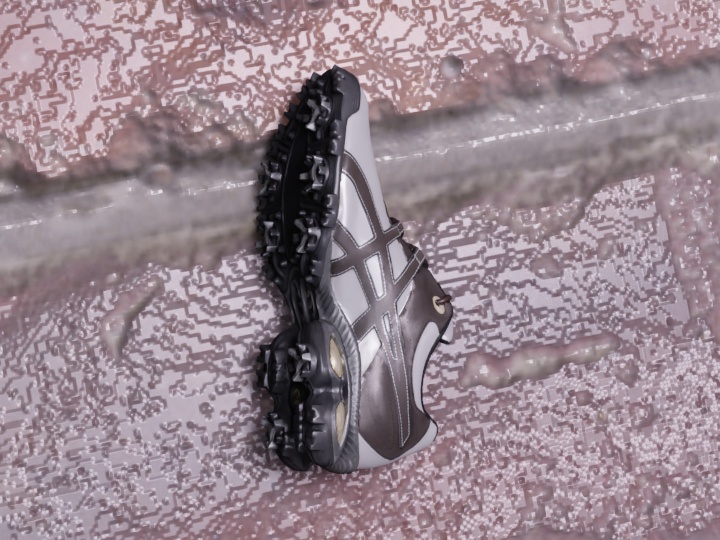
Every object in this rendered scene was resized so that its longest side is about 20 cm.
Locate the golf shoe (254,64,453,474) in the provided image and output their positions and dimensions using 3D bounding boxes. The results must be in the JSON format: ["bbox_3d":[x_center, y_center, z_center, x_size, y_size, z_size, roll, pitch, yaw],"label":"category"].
[{"bbox_3d":[0.000,0.000,1.024,0.094,0.078,0.202,2,90,-28],"label":"golf shoe"}]
